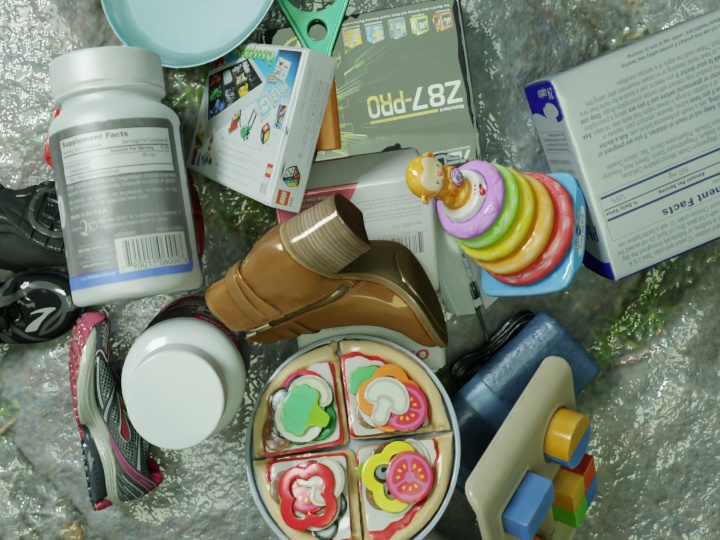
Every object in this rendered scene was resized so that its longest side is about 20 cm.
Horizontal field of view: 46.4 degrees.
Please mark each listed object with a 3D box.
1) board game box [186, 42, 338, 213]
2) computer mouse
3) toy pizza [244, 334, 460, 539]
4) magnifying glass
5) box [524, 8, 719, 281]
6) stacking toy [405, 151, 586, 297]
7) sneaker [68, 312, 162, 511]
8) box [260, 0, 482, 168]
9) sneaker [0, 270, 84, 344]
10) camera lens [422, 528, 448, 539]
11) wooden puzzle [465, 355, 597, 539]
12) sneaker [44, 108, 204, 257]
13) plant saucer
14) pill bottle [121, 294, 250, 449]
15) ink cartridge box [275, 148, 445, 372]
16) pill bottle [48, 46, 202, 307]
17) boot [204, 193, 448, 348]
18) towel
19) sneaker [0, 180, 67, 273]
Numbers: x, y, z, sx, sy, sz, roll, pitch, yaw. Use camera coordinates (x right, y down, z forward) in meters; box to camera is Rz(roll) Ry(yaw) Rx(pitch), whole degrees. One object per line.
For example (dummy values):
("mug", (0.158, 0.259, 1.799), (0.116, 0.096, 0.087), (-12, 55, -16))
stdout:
("board game box", (-0.095, -0.135, 0.751), (0.034, 0.199, 0.129), (11, 99, -33))
("computer mouse", (0.109, 0.008, 0.860), (0.108, 0.044, 0.204), (-24, 99, 0))
("toy pizza", (-0.009, 0.156, 0.745), (0.195, 0.032, 0.205), (-2, 73, 6))
("magnifying glass", (-0.039, -0.215, 0.782), (0.078, 0.022, 0.205), (-5, 98, -1))
("box", (0.283, -0.121, 0.825), (0.180, 0.105, 0.204), (-21, 98, -2))
("stacking toy", (0.108, -0.057, 0.745), (0.198, 0.108, 0.119), (23, 68, -44))
("sneaker", (-0.247, 0.136, 0.836), (0.073, 0.081, 0.205), (-10, 113, -19))
("box", (0.012, -0.168, 0.826), (0.195, 0.049, 0.165), (-10, 101, -2))
("sneaker", (-0.365, 0.044, 0.808), (0.194, 0.083, 0.073), (-4, 99, -5))
("camera lens", (0.030, 0.322, 0.819), (0.160, 0.160, 0.200), (-46, 117, 3))
("wooden puzzle", (0.181, 0.217, 0.813), (0.185, 0.046, 0.203), (-47, 131, -34))
("sneaker", (-0.230, -0.088, 0.815), (0.113, 0.078, 0.204), (-19, 87, 8))
("plant saucer", (-0.153, -0.285, 0.776), (0.195, 0.027, 0.206), (-1, 87, 18))
("pill bottle", (-0.158, 0.092, 0.772), (0.108, 0.200, 0.114), (-1, 98, -5))
("ink cartridge box", (0.000, 0.000, 0.807), (0.143, 0.083, 0.204), (-8, 115, -3))
("pill bottle", (-0.203, -0.078, 0.717), (0.111, 0.114, 0.205), (-9, 89, -3))
("boot", (-0.025, 0.031, 0.740), (0.153, 0.075, 0.200), (-32, 125, 22))
("towel", (0.147, 0.137, 0.862), (0.200, 0.049, 0.112), (-45, 127, 4))
("sneaker", (-0.314, -0.036, 0.800), (0.195, 0.092, 0.077), (14, 54, 7))
